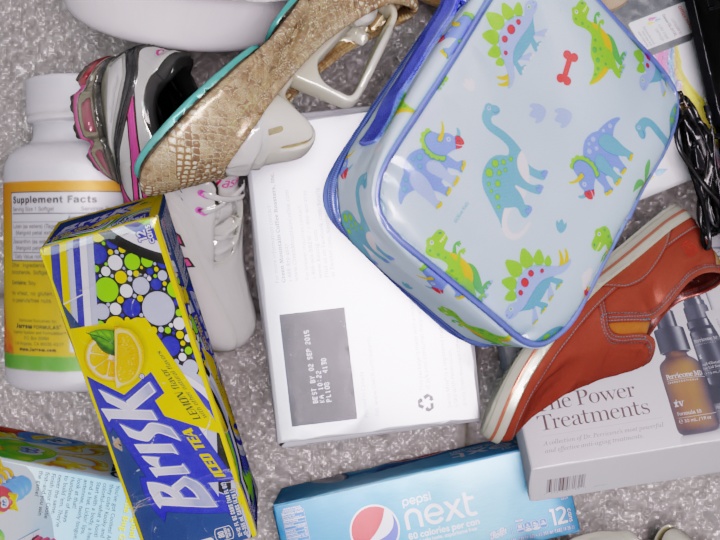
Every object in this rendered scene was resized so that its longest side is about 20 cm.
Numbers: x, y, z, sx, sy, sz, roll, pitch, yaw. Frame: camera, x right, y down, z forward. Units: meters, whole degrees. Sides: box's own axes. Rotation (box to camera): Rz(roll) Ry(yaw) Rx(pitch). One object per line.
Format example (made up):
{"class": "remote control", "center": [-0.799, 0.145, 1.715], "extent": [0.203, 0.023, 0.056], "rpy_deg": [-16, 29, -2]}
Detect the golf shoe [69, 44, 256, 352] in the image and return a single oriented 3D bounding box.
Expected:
{"class": "golf shoe", "center": [-0.106, -0.038, 0.730], "extent": [0.072, 0.092, 0.202], "rpy_deg": [-38, 115, -41]}

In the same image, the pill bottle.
{"class": "pill bottle", "center": [-0.181, -0.025, 0.799], "extent": [0.110, 0.111, 0.202], "rpy_deg": [0, 91, 1]}

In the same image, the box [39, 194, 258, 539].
{"class": "box", "center": [-0.118, 0.064, 0.697], "extent": [0.069, 0.064, 0.202], "rpy_deg": [-15, 106, 0]}

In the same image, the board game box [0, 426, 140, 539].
{"class": "board game box", "center": [-0.201, 0.174, 0.808], "extent": [0.198, 0.103, 0.106], "rpy_deg": [11, 91, 1]}

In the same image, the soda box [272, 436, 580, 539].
{"class": "soda box", "center": [0.044, 0.163, 0.821], "extent": [0.198, 0.068, 0.065], "rpy_deg": [-12, 89, 1]}

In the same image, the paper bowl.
{"class": "paper bowl", "center": [-0.113, -0.203, 0.751], "extent": [0.198, 0.201, 0.105], "rpy_deg": [11, 113, 1]}

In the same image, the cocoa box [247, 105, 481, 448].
{"class": "cocoa box", "center": [0.000, 0.000, 0.786], "extent": [0.132, 0.131, 0.202], "rpy_deg": [-6, 91, -1]}

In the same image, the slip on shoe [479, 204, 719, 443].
{"class": "slip on shoe", "center": [0.150, 0.039, 0.735], "extent": [0.200, 0.074, 0.061], "rpy_deg": [-39, 73, -20]}

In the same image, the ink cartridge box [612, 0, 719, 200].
{"class": "ink cartridge box", "center": [0.195, -0.129, 0.804], "extent": [0.198, 0.083, 0.147], "rpy_deg": [-22, 91, 2]}

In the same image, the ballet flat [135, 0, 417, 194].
{"class": "ballet flat", "center": [-0.038, -0.104, 0.662], "extent": [0.065, 0.071, 0.200], "rpy_deg": [40, 76, 1]}

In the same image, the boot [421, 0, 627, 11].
{"class": "boot", "center": [0.077, -0.245, 0.736], "extent": [0.072, 0.199, 0.167], "rpy_deg": [-45, 130, -25]}

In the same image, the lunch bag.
{"class": "lunch bag", "center": [0.082, -0.071, 0.688], "extent": [0.160, 0.082, 0.201], "rpy_deg": [38, 73, -22]}

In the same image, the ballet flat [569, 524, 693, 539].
{"class": "ballet flat", "center": [0.188, 0.203, 0.791], "extent": [0.198, 0.071, 0.066], "rpy_deg": [1, 114, -26]}

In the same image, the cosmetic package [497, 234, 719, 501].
{"class": "cosmetic package", "center": [0.193, 0.058, 0.787], "extent": [0.198, 0.052, 0.152], "rpy_deg": [-9, 54, 0]}

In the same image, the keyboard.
{"class": "keyboard", "center": [0.237, -0.087, 0.754], "extent": [0.103, 0.040, 0.202], "rpy_deg": [-14, 92, -23]}
